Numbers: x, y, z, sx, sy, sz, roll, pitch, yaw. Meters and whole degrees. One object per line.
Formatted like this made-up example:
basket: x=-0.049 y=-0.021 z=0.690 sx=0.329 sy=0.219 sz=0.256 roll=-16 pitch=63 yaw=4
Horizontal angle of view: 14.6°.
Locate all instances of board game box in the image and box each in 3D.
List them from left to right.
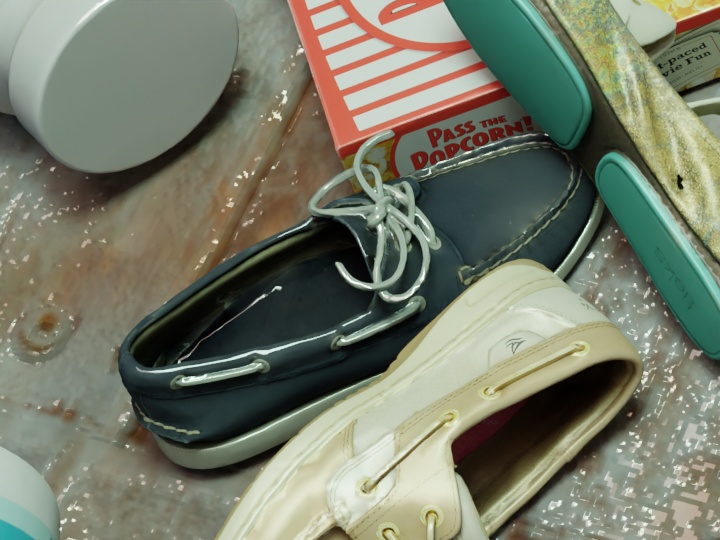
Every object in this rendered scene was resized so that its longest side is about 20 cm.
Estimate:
board game box: x=0.069 y=-0.126 z=1.127 sx=0.199 sy=0.046 sz=0.152 roll=-21 pitch=54 yaw=3

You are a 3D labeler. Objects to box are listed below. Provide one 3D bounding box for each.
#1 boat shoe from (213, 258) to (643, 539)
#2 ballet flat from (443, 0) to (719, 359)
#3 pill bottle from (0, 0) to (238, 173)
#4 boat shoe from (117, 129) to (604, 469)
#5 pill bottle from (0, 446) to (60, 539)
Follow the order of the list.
boat shoe: x=0.021 y=0.080 z=0.990 sx=0.069 sy=0.074 sz=0.200 roll=31 pitch=70 yaw=37
ballet flat: x=0.103 y=-0.059 z=1.034 sx=0.071 sy=0.071 sz=0.200 roll=-34 pitch=80 yaw=-7
pill bottle: x=-0.142 y=-0.135 z=1.154 sx=0.116 sy=0.116 sz=0.200 roll=-37 pitch=56 yaw=-9
boat shoe: x=0.000 y=0.000 z=1.055 sx=0.200 sy=0.062 sz=0.075 roll=-27 pitch=51 yaw=-3
pill bottle: x=-0.164 y=0.162 z=0.968 sx=0.110 sy=0.111 sz=0.200 roll=-8 pitch=56 yaw=12
